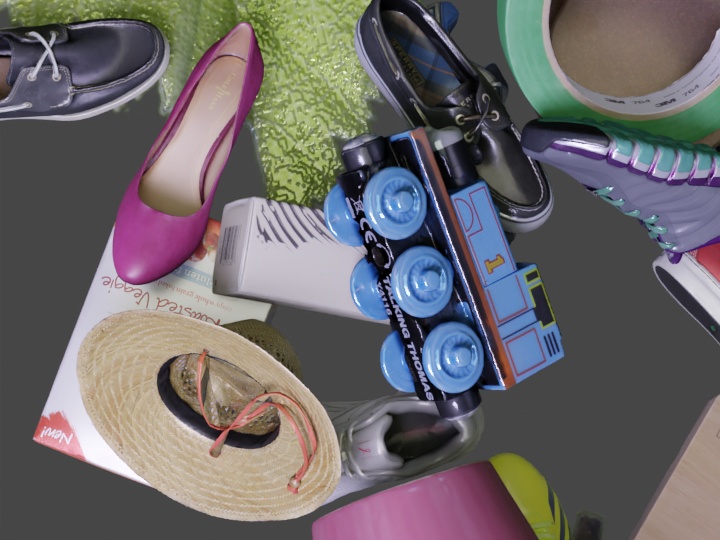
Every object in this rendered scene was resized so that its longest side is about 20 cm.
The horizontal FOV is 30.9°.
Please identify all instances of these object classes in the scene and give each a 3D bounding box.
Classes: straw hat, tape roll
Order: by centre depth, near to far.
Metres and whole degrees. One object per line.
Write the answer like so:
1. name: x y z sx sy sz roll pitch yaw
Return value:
1. straw hat: -0.089 0.079 0.904 0.200 0.202 0.085 29 44 4
2. tape roll: 0.197 -0.184 0.917 0.198 0.048 0.203 -1 113 -3

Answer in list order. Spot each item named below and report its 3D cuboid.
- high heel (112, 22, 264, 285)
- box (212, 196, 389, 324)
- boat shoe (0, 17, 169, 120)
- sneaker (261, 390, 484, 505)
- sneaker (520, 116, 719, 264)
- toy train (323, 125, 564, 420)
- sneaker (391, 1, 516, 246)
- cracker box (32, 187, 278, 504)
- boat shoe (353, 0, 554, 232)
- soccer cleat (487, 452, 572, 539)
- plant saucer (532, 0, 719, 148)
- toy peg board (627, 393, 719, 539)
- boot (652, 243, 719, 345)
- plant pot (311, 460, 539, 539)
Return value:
1. high heel: -0.125 -0.087 0.927 0.067 0.096 0.201 19 55 0
2. box: 0.000 0.000 0.934 0.198 0.082 0.069 10 85 -22
3. boat shoe: -0.245 -0.153 0.993 0.198 0.068 0.073 -10 84 -1
4. sneaker: -0.005 0.127 0.948 0.198 0.099 0.079 -20 85 0
5. sneaker: 0.202 -0.049 0.904 0.198 0.074 0.088 11 106 -7
6. toy train: 0.054 -0.004 0.871 0.114 0.086 0.202 -25 98 -28
7. sneaker: 0.080 -0.114 0.978 0.084 0.077 0.202 -24 86 -5
8. cracker box: -0.144 0.056 0.977 0.133 0.058 0.202 20 87 1
9. boat shoe: 0.065 -0.112 0.915 0.068 0.057 0.200 -37 82 -17
10. soccer cleat: 0.133 0.232 0.944 0.064 0.084 0.202 -13 86 0
11. plant saucer: 0.223 -0.159 0.997 0.198 0.034 0.203 0 85 1
12. toy peg board: 0.280 0.234 0.949 0.199 0.098 0.200 35 72 3
13. boot: 0.335 0.022 0.964 0.144 0.072 0.200 -40 82 -3
14. plant pot: 0.055 0.228 0.836 0.198 0.200 0.181 -20 76 0
